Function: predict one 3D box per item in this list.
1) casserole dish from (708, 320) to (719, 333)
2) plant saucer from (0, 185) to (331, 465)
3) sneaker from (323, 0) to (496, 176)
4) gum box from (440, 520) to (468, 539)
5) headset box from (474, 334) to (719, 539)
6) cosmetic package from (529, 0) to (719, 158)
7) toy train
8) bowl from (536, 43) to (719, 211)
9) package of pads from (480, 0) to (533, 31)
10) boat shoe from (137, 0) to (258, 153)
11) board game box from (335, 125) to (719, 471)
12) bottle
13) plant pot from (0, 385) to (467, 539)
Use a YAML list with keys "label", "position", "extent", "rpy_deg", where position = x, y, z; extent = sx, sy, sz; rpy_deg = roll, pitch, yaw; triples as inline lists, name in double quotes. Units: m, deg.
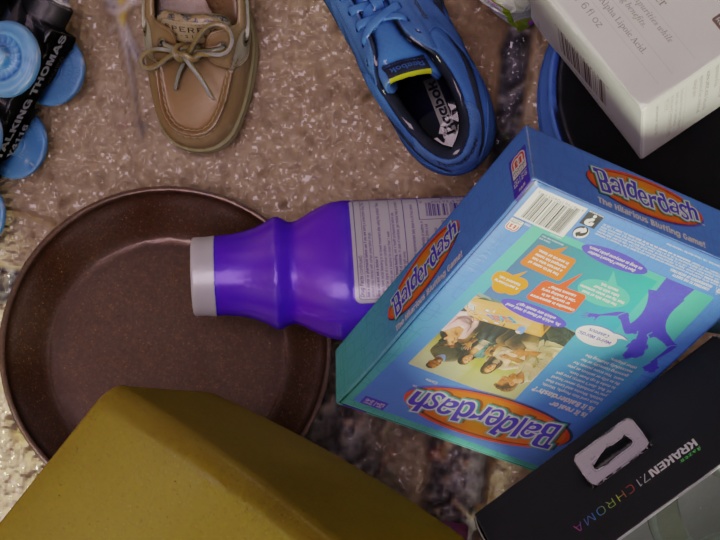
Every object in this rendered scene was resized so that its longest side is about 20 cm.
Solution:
- label: "casserole dish"
  position: [0.241, -0.019, 0.955]
  extent: [0.199, 0.039, 0.122]
  rpy_deg: [7, 94, 8]
- label: "plant saucer"
  position: [-0.118, 0.049, 0.990]
  extent: [0.199, 0.037, 0.201]
  rpy_deg: [1, 76, -5]
- label: "sneaker"
  position: [0.020, -0.148, 0.964]
  extent: [0.066, 0.078, 0.201]
  rpy_deg: [-30, 86, 11]
- label: "gum box"
  position: [-0.041, 0.182, 0.969]
  extent: [0.199, 0.113, 0.066]
  rpy_deg: [6, 93, 9]
- label: "headset box"
  position: [0.185, 0.161, 0.896]
  extent: [0.174, 0.093, 0.200]
  rpy_deg: [-38, 119, 6]
- label: "cosmetic package"
  position: [0.202, -0.167, 0.883]
  extent: [0.200, 0.081, 0.113]
  rpy_deg: [-36, 72, -1]
- label: "toy train"
  position: [-0.255, -0.099, 1.009]
  extent: [0.114, 0.087, 0.200]
  rpy_deg: [33, 99, 15]
- label: "bowl"
  position: [0.201, -0.101, 0.929]
  extent: [0.200, 0.039, 0.201]
  rpy_deg: [-2, 76, 8]
- label: "package of pads"
  position: [0.084, -0.259, 0.946]
  extent: [0.154, 0.068, 0.200]
  rpy_deg: [-38, 79, 8]
- label: "boat shoe"
  position: [-0.102, -0.172, 0.988]
  extent: [0.073, 0.063, 0.201]
  rpy_deg: [0, 93, 8]
- label: "board game box"
  position: [0.099, 0.025, 0.897]
  extent: [0.152, 0.045, 0.200]
  rpy_deg: [21, 131, -23]
- label: "bottle"
  position: [0.000, 0.000, 0.958]
  extent: [0.199, 0.065, 0.084]
  rpy_deg: [-3, 59, -2]
- label: "plant pot"
  position: [-0.081, 0.167, 0.829]
  extent: [0.176, 0.200, 0.200]
  rpy_deg: [42, 98, 17]
